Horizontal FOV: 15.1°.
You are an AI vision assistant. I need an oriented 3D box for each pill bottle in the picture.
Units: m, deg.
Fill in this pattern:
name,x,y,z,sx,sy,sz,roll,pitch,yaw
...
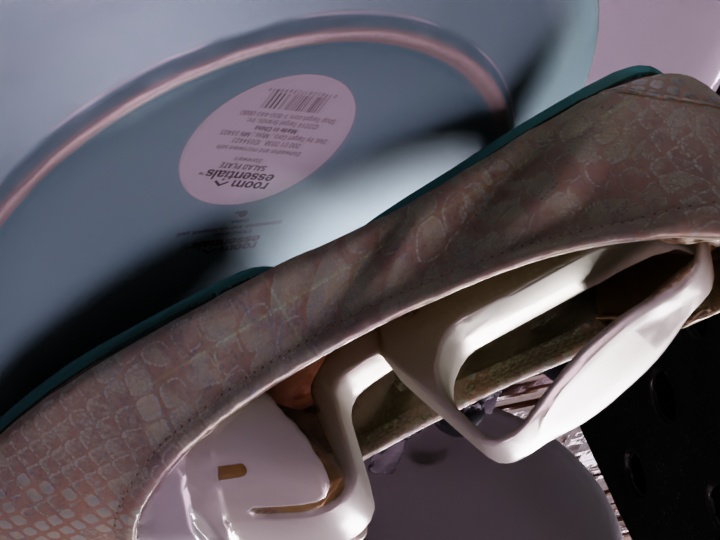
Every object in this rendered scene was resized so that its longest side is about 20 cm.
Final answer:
name,x,y,z,sx,sy,sz,roll,pitch,yaw
pill bottle,0.010,0.146,0.937,0.112,0.113,0.200,-14,145,-29

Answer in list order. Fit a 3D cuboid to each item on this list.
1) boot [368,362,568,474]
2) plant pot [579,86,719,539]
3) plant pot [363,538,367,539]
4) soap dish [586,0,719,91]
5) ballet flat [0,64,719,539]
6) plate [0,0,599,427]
name,x,y,z,sx,sy,sz,roll,pitch,yaw
boot,0.000,0.000,0.758,0.162,0.074,0.198,-26,156,-7
plant pot,0.172,0.021,0.848,0.176,0.201,0.200,-10,144,-18
plant pot,-0.059,0.123,0.733,0.200,0.093,0.201,-31,165,-9
soap dish,0.033,-0.097,0.639,0.157,0.081,0.200,-12,144,-32
ballet flat,0.002,0.023,0.595,0.199,0.063,0.067,-31,149,4
plate,-0.032,-0.013,0.599,0.199,0.026,0.201,-20,148,-13
